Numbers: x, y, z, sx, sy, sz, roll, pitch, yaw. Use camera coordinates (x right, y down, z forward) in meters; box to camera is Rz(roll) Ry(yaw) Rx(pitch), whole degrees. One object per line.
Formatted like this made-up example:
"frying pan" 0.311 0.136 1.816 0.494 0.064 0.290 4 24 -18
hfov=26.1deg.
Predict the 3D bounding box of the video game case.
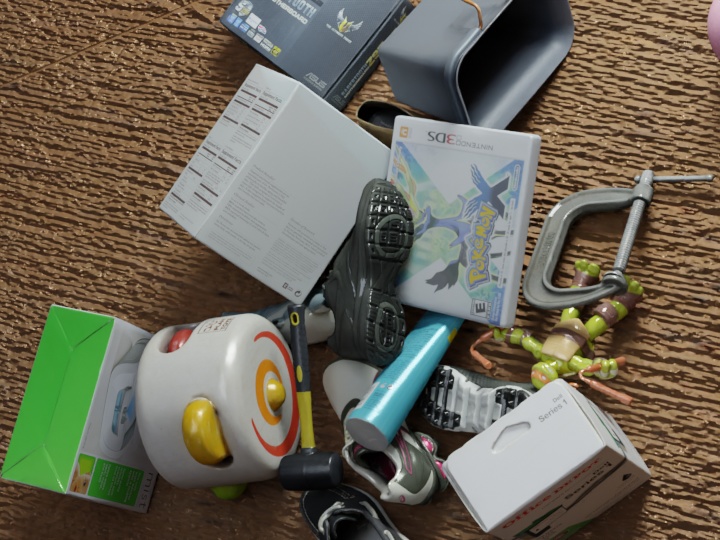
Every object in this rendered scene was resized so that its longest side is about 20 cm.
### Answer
"video game case" 0.098 -0.054 1.639 0.182 0.022 0.201 13 98 39

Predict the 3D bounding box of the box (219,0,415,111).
"box" -0.052 -0.305 1.860 0.200 0.051 0.158 40 92 29

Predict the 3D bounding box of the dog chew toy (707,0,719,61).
"dog chew toy" 0.450 -0.223 1.577 0.125 0.125 0.200 -45 70 5

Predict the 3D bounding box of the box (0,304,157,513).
"box" -0.296 0.160 1.756 0.096 0.176 0.200 10 78 27

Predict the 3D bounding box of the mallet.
"mallet" -0.051 0.137 1.653 0.066 0.041 0.201 2 92 21

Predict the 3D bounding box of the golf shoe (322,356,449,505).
"golf shoe" 0.013 0.167 1.659 0.200 0.088 0.077 49 122 30

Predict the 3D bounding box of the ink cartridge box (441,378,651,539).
"ink cartridge box" 0.185 0.196 1.516 0.146 0.200 0.084 -38 64 9

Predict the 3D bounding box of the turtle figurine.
"turtle figurine" 0.225 0.072 1.594 0.200 0.064 0.161 16 57 42

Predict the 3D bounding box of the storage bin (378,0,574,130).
"storage bin" 0.117 -0.255 1.702 0.134 0.146 0.200 19 58 37

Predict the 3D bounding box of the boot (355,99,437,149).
"boot" 0.080 -0.140 1.739 0.200 0.075 0.074 22 82 27

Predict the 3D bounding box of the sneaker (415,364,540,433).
"sneaker" 0.138 0.142 1.632 0.200 0.090 0.067 10 91 52

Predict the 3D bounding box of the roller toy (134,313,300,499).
"roller toy" -0.147 0.141 1.689 0.139 0.200 0.183 -10 65 21

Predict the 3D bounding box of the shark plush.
"shark plush" -0.063 0.049 1.770 0.200 0.091 0.083 -20 42 35

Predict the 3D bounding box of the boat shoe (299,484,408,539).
"boat shoe" -0.008 0.276 1.626 0.074 0.060 0.200 -53 44 3

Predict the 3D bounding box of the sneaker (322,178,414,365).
"sneaker" 0.000 0.000 1.647 0.091 0.076 0.201 -3 75 43

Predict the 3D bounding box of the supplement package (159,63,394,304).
"supplement package" -0.093 -0.098 1.730 0.200 0.152 0.151 -56 27 0

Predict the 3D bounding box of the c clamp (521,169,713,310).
"c clamp" 0.257 -0.035 1.615 0.171 0.027 0.200 3 49 35

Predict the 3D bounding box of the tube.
"tube" 0.054 0.100 1.641 0.077 0.050 0.200 -8 38 47
